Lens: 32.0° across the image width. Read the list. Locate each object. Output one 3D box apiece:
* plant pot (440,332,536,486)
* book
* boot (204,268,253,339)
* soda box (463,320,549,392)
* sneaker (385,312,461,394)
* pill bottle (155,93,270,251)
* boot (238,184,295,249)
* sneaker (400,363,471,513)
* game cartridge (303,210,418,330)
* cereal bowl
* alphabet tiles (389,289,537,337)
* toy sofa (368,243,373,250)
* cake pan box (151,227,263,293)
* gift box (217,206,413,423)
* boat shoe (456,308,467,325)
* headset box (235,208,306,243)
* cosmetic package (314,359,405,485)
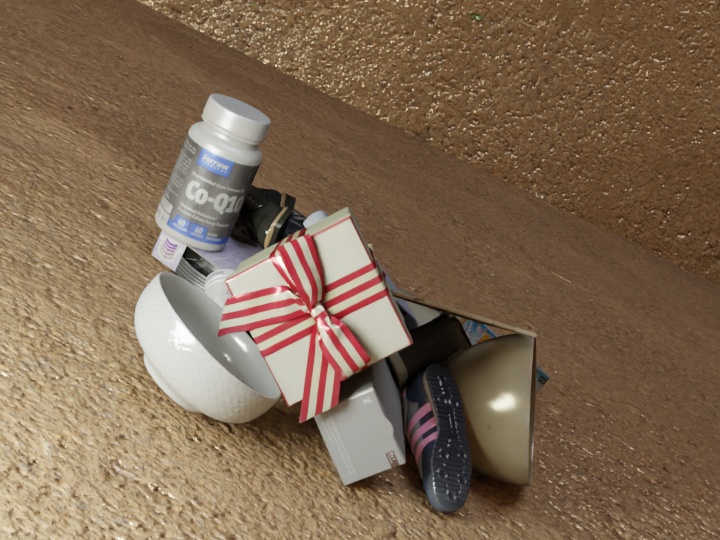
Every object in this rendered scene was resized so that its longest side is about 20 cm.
[{"bbox_3d":[0.165,0.182,1.678,0.132,0.204,0.200,1,13,10],"label":"plant pot"},{"bbox_3d":[0.112,0.112,1.844,0.135,0.048,0.200,59,-12,-23],"label":"book"},{"bbox_3d":[-0.134,0.079,1.689,0.199,0.073,0.097,29,40,-44],"label":"boot"},{"bbox_3d":[0.215,0.144,1.948,0.064,0.069,0.200,42,4,39],"label":"soda box"},{"bbox_3d":[0.077,0.120,1.695,0.076,0.105,0.200,62,-10,7],"label":"sneaker"},{"bbox_3d":[-0.208,-0.141,1.792,0.112,0.202,0.114,22,17,-7],"label":"pill bottle"},{"bbox_3d":[-0.174,-0.089,1.877,0.137,0.078,0.200,24,11,-6],"label":"boot"},{"bbox_3d":[0.089,0.222,1.578,0.070,0.082,0.202,26,45,-30],"label":"sneaker"},{"bbox_3d":[0.000,0.000,1.746,0.200,0.040,0.134,43,7,-47],"label":"game cartridge"},{"bbox_3d":[-0.186,0.101,1.435,0.200,0.083,0.200,45,8,-8],"label":"cereal bowl"},{"bbox_3d":[0.112,0.051,1.652,0.198,0.008,0.167,18,-2,-19],"label":"alphabet tiles"},{"bbox_3d":[-0.032,0.000,1.865,0.096,0.084,0.199,-8,-4,26],"label":"toy sofa"},{"bbox_3d":[-0.185,-0.001,1.850,0.183,0.053,0.199,32,16,20],"label":"cake pan box"},{"bbox_3d":[-0.055,0.051,1.456,0.186,0.199,0.187,58,2,-6],"label":"gift box"},{"bbox_3d":[0.160,0.108,2.007,0.066,0.074,0.200,36,4,6],"label":"boat shoe"},{"bbox_3d":[-0.105,-0.030,2.023,0.199,0.078,0.148,37,19,24],"label":"headset box"},{"bbox_3d":[-0.002,0.161,1.526,0.200,0.089,0.108,-81,149,-72],"label":"cosmetic package"}]
